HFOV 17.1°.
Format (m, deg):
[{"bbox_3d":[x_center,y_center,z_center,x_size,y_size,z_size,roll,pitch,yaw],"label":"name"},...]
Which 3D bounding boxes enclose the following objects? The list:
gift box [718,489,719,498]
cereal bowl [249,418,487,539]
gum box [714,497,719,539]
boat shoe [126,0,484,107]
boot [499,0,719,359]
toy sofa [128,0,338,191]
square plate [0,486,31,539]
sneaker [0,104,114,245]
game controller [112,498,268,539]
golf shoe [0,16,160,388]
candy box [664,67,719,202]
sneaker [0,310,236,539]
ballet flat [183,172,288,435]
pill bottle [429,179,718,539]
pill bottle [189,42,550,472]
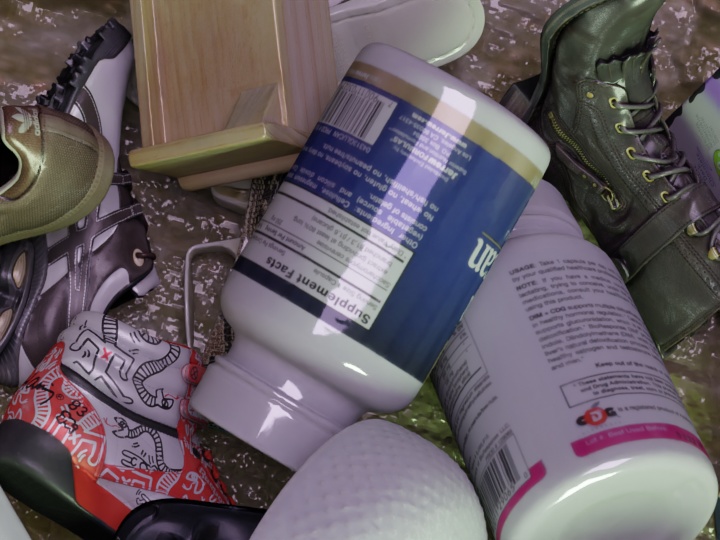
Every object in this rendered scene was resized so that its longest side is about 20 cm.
[{"bbox_3d":[0.292,0.143,1.192,0.199,0.185,0.187,-26,72,-12],"label":"gift box"},{"bbox_3d":[0.004,0.177,1.129,0.083,0.200,0.201,24,71,22],"label":"cereal bowl"},{"bbox_3d":[0.297,0.201,1.288,0.198,0.045,0.171,0,75,-11],"label":"gum box"},{"bbox_3d":[-0.035,-0.133,1.306,0.200,0.072,0.060,-12,41,-1],"label":"boat shoe"},{"bbox_3d":[0.160,-0.058,1.260,0.069,0.200,0.174,-31,75,-29],"label":"boot"},{"bbox_3d":[-0.071,-0.147,1.233,0.082,0.097,0.202,-10,81,24],"label":"toy sofa"},{"bbox_3d":[-0.229,0.201,1.159,0.199,0.028,0.199,-34,82,13],"label":"square plate"},{"bbox_3d":[-0.220,-0.032,1.195,0.199,0.075,0.071,-28,57,22],"label":"sneaker"},{"bbox_3d":[-0.086,0.206,1.175,0.104,0.042,0.201,6,111,-24],"label":"game controller"},{"bbox_3d":[-0.144,-0.030,1.260,0.094,0.078,0.201,21,83,-14],"label":"golf shoe"},{"bbox_3d":[0.242,-0.036,1.256,0.071,0.200,0.169,-24,81,-20],"label":"candy box"},{"bbox_3d":[-0.088,0.106,1.213,0.201,0.067,0.108,39,63,-22],"label":"sneaker"},{"bbox_3d":[-0.056,-0.011,1.276,0.075,0.068,0.201,10,74,20],"label":"ballet flat"},{"bbox_3d":[0.096,0.054,1.223,0.113,0.114,0.201,-12,52,-12],"label":"pill bottle"},{"bbox_3d":[0.000,0.000,1.175,0.111,0.111,0.201,30,88,-1],"label":"pill bottle"}]
